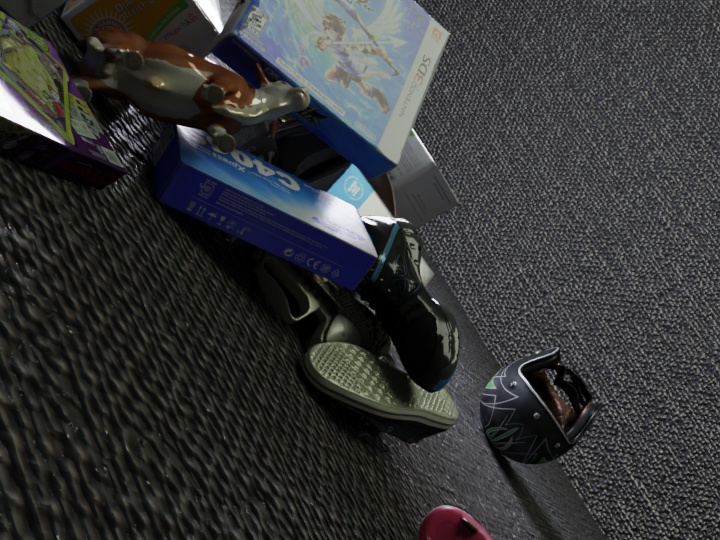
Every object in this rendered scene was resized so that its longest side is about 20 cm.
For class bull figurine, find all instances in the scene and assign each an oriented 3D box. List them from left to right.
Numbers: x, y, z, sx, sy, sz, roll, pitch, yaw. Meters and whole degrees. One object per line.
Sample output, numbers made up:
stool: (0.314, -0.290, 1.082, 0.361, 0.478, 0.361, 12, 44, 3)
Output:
bull figurine: (-0.141, -0.148, 0.806, 0.200, 0.065, 0.121, 14, 17, -8)

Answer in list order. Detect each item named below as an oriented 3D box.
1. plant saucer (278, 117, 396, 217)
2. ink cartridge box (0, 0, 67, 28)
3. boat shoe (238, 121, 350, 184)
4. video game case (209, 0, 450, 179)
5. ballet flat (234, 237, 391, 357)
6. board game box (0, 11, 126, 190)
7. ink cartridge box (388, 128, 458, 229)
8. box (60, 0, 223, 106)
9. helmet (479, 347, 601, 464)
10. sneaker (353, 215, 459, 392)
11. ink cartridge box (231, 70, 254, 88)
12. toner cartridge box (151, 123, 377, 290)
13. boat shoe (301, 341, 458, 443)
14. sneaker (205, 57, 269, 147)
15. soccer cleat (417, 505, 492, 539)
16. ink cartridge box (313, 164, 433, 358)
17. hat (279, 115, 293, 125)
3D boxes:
plant saucer: (-0.044, -0.075, 1.101, 0.034, 0.200, 0.200, -14, -61, 50)
ink cartridge box: (-0.290, -0.293, 0.748, 0.116, 0.067, 0.200, 44, 15, -56)
boat shoe: (-0.057, -0.118, 0.969, 0.067, 0.200, 0.057, 64, -22, -7)
video game case: (-0.020, -0.218, 0.929, 0.200, 0.045, 0.182, 36, 57, -24)
ballet flat: (-0.050, 0.033, 0.937, 0.200, 0.068, 0.075, 48, 32, -18)
board game box: (-0.222, -0.120, 0.594, 0.120, 0.032, 0.200, 62, 8, 11)
ink cartridge box: (0.005, -0.099, 1.277, 0.084, 0.200, 0.146, 53, 8, -41)
box: (-0.206, -0.258, 0.946, 0.101, 0.112, 0.200, 54, 8, -30)
helmet: (0.303, 0.246, 1.715, 0.200, 0.191, 0.200, 36, -37, 33)
sneaker: (0.030, 0.030, 0.938, 0.082, 0.073, 0.200, 9, 44, -37)
ink cartridge box: (-0.055, -0.228, 1.086, 0.145, 0.084, 0.200, 10, 1, -18)
toner cartridge box: (-0.085, -0.059, 0.865, 0.200, 0.043, 0.095, 25, 24, -28)
boat shoe: (0.013, 0.123, 0.926, 0.200, 0.062, 0.075, 26, 32, -44)
sneaker: (-0.168, -0.176, 1.059, 0.200, 0.075, 0.082, 49, 11, 35)
soccer cleat: (0.105, 0.290, 0.816, 0.200, 0.070, 0.086, 59, -8, 7)
ink cartridge box: (0.000, 0.000, 1.048, 0.200, 0.067, 0.116, 53, 53, -19)
hat: (-0.104, -0.150, 1.203, 0.200, 0.081, 0.201, 28, 30, -18)
